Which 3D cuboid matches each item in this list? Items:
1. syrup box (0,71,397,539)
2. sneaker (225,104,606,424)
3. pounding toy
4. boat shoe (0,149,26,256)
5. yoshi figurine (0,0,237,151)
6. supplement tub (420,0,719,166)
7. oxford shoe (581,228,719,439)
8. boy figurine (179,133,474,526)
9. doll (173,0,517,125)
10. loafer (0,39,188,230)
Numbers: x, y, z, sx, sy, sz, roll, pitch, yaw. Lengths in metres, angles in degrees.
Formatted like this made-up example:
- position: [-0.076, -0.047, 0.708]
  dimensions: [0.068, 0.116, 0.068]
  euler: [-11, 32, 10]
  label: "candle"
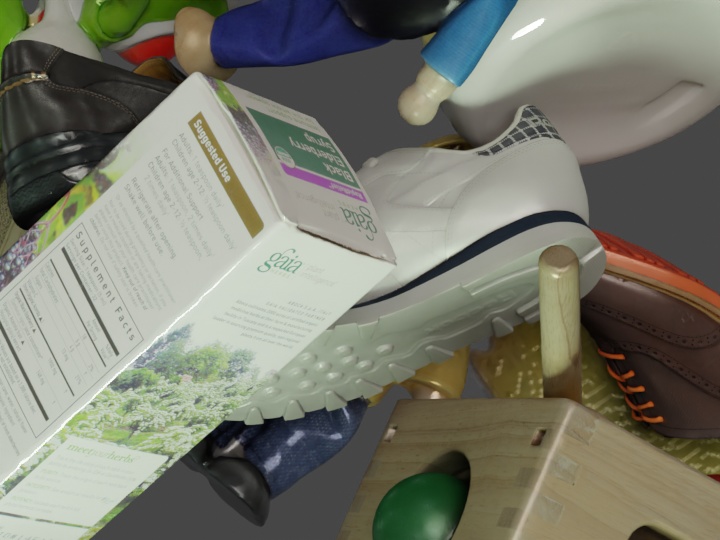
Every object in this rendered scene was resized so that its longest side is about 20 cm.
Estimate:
- position: [-0.090, 0.021, 0.979]
  dimensions: [0.200, 0.079, 0.082]
  euler: [-43, 59, 20]
  label: "syrup box"
- position: [0.000, 0.000, 1.043]
  dimensions: [0.200, 0.076, 0.081]
  euler: [-20, 64, 5]
  label: "sneaker"
- position: [0.087, 0.102, 1.012]
  dimensions: [0.200, 0.184, 0.142]
  euler: [30, 75, -20]
  label: "pounding toy"
- position: [-0.171, 0.041, 1.084]
  dimensions: [0.065, 0.073, 0.200]
  euler: [28, 88, 38]
  label: "boat shoe"
- position: [-0.128, -0.134, 1.108]
  dimensions: [0.200, 0.112, 0.112]
  euler: [-43, 71, -10]
  label: "yoshi figurine"
- position: [0.082, -0.162, 1.095]
  dimensions: [0.145, 0.146, 0.200]
  euler: [-11, 61, -9]
  label: "supplement tub"
- position: [0.133, 0.035, 1.102]
  dimensions: [0.200, 0.071, 0.073]
  euler: [25, 96, -16]
  label: "oxford shoe"
- position: [0.000, 0.022, 1.108]
  dimensions: [0.124, 0.064, 0.200]
  euler: [43, 79, 6]
  label: "boy figurine"
- position: [0.017, -0.123, 1.007]
  dimensions: [0.200, 0.048, 0.137]
  euler: [-13, 68, 31]
  label: "doll"
- position: [-0.076, -0.058, 1.060]
  dimensions: [0.073, 0.200, 0.072]
  euler: [-22, 77, 28]
  label: "loafer"
